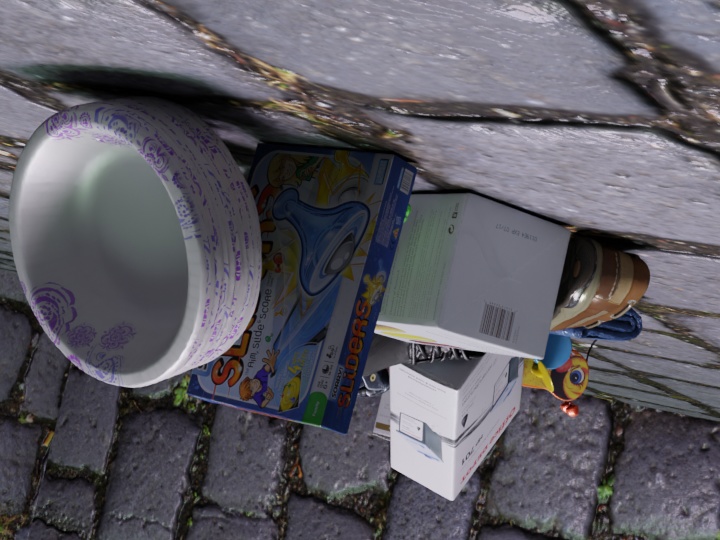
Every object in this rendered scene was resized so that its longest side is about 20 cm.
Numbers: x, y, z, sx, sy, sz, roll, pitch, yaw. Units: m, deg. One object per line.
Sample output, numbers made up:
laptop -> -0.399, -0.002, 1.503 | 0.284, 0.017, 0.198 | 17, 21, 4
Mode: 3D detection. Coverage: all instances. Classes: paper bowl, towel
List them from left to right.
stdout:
paper bowl -> -0.151, -0.025, 1.044 | 0.200, 0.202, 0.104 | 8, -163, 36
towel -> 0.191, 0.038, 1.526 | 0.111, 0.049, 0.199 | 7, -179, -40

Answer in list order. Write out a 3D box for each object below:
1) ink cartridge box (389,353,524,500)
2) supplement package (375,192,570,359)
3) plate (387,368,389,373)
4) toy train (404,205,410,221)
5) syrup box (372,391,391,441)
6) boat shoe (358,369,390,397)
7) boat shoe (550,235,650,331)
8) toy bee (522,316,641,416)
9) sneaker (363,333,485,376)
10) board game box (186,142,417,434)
ink cartridge box -> 0.099, 0.114, 1.478 | 0.086, 0.147, 0.201 | 25, 145, 23
supplement package -> 0.062, 0.003, 1.216 | 0.113, 0.110, 0.200 | 17, 173, -30
plate -> -0.044, 0.033, 1.594 | 0.198, 0.201, 0.032 | 13, 131, 2
toy train -> -0.036, 0.005, 1.133 | 0.042, 0.200, 0.056 | 43, -175, 23
syrup box -> 0.088, 0.107, 1.683 | 0.078, 0.201, 0.081 | 18, 172, -37
boat shoe -> -0.017, 0.075, 1.390 | 0.070, 0.091, 0.200 | -18, 168, 18
boat shoe -> 0.199, 0.019, 1.255 | 0.073, 0.076, 0.200 | 10, 175, -3
toy bee -> 0.211, 0.110, 1.610 | 0.199, 0.110, 0.131 | 0, -172, 10
sneaker -> 0.075, 0.049, 1.353 | 0.079, 0.199, 0.076 | 48, 157, 34
board game box -> -0.044, 0.009, 1.069 | 0.135, 0.201, 0.034 | 7, 168, 38
